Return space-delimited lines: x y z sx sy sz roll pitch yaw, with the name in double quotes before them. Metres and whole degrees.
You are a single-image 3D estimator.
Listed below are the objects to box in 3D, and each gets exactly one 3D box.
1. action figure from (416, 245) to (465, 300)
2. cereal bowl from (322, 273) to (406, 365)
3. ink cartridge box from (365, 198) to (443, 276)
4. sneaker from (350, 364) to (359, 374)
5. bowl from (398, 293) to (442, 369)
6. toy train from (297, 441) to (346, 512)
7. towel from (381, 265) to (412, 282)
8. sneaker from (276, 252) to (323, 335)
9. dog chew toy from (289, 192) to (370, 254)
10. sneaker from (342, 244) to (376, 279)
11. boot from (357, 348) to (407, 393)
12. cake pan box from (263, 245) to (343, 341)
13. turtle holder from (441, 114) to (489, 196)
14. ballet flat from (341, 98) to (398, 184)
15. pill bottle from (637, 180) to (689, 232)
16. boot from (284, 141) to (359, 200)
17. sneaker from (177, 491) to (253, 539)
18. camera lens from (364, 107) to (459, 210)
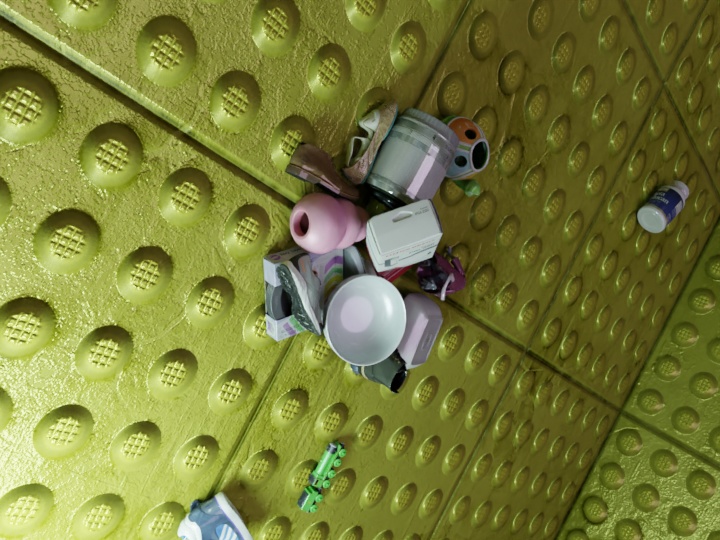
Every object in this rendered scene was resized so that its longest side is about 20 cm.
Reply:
"action figure" 0.228 0.010 1.737 0.198 0.148 0.137 18 96 -47
"cereal bowl" 0.001 0.106 1.526 0.195 0.083 0.206 -3 99 -21
"ink cartridge box" 0.090 -0.067 1.453 0.142 0.087 0.200 -19 166 -4
"sneaker" 0.022 0.154 1.670 0.203 0.069 0.082 -61 141 -14
"bowl" 0.142 0.167 1.743 0.204 0.074 0.199 -67 157 5
"toy train" -0.102 0.533 1.755 0.056 0.042 0.203 27 90 -35
"towel" 0.097 -0.065 1.639 0.144 0.022 0.203 -37 143 -25
"sneaker" -0.109 0.054 1.427 0.079 0.073 0.203 -38 131 -30
"dog chew toy" -0.055 -0.100 1.441 0.197 0.123 0.128 -4 113 -46
"sneaker" 0.000 0.000 1.583 0.071 0.072 0.202 -49 144 -26
"boot" 0.078 0.175 1.589 0.076 0.137 0.205 11 96 -36
"cake pan box" -0.126 0.039 1.489 0.197 0.052 0.189 -17 118 -37
"turtle holder" 0.236 -0.271 1.623 0.139 0.131 0.190 -10 116 -40
"ballet flat" 0.016 -0.287 1.460 0.064 0.070 0.204 24 89 -32
"pill bottle" 1.112 -0.239 2.474 0.199 0.110 0.113 -40 132 -22
"boot" -0.065 -0.203 1.421 0.198 0.073 0.077 24 86 -43
"sneaker" -0.339 0.605 1.545 0.145 0.080 0.203 -33 133 -17
"camera lens" 0.111 -0.233 1.503 0.159 0.159 0.203 31 88 -46
